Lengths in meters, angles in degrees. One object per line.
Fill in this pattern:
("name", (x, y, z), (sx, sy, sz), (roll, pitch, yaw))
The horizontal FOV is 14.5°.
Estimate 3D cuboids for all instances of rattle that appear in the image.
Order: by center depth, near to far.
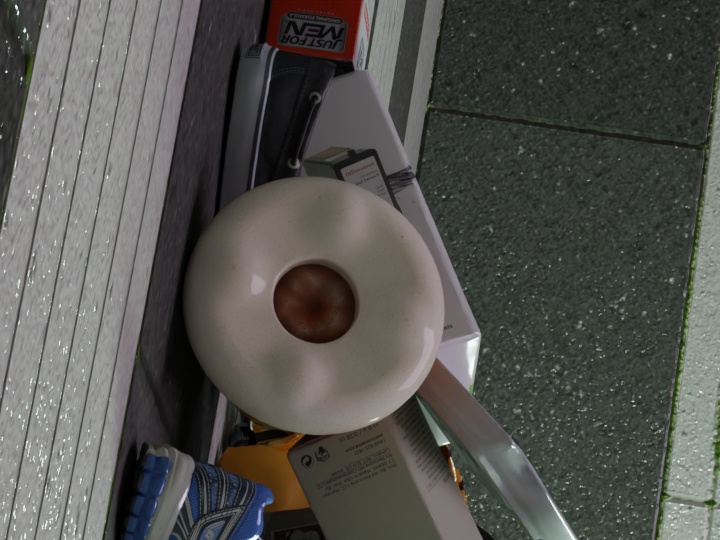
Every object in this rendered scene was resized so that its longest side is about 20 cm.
("rattle", (-0.024, 0.187, 1.933), (0.131, 0.142, 0.200), (-67, 169, 10))

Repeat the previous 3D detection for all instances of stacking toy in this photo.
("stacking toy", (-0.040, 0.042, 1.622), (0.200, 0.145, 0.147), (122, -21, -69))

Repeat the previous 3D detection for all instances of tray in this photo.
("tray", (0.072, 0.105, 1.671), (0.022, 0.107, 0.200), (-40, 152, -3))

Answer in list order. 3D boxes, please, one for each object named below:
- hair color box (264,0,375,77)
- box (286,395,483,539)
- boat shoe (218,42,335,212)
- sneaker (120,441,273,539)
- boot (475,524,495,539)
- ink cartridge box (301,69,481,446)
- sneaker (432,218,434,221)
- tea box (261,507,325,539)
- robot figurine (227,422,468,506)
("hair color box", (-0.016, -0.219, 1.810), (0.102, 0.061, 0.201), (82, 15, -77))
("box", (0.035, 0.174, 1.635), (0.201, 0.068, 0.082), (66, 15, -2))
("boat shoe", (-0.053, -0.034, 1.671), (0.069, 0.056, 0.201), (-72, 170, -66))
("sneaker", (-0.082, 0.178, 1.483), (0.201, 0.085, 0.077), (95, 5, -45))
("boot", (0.101, 0.210, 1.733), (0.199, 0.073, 0.163), (54, -20, 16))
("ink cartridge box", (0.000, 0.000, 1.767), (0.146, 0.084, 0.201), (93, -22, -60))
("sneaker", (0.000, -0.023, 2.045), (0.200, 0.074, 0.085), (-116, -145, -55))
("tea box", (-0.034, 0.273, 1.718), (0.200, 0.133, 0.198), (-73, 154, -67))
("robot figurine", (-0.009, 0.124, 1.938), (0.200, 0.144, 0.058), (52, 19, -51))
